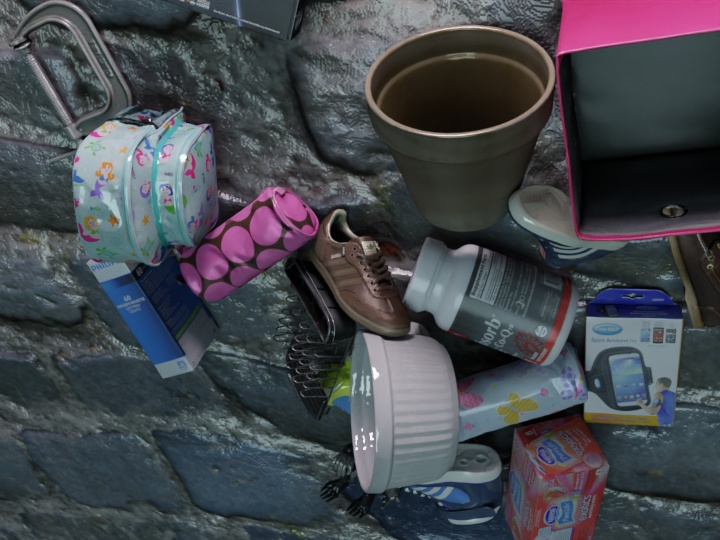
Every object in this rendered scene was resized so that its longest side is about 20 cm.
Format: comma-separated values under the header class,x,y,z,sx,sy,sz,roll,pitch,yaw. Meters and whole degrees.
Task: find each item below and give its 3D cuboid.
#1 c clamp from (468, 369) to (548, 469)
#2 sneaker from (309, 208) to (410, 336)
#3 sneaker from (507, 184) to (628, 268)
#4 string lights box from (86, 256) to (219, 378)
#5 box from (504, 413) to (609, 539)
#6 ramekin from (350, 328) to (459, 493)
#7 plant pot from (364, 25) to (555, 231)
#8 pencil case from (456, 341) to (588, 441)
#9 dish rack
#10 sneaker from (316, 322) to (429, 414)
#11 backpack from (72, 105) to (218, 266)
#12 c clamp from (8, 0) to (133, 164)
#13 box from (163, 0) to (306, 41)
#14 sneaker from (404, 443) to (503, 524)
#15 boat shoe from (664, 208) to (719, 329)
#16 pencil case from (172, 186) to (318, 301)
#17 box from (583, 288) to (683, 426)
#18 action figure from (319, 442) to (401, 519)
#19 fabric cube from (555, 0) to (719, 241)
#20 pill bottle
class,x,y,z,sx,sy,sz,roll,pitch,yaw
c clamp,0.173,0.222,1.208,0.171,0.027,0.200,-41,105,18
sneaker,0.000,0.000,1.050,0.200,0.070,0.076,46,127,36
sneaker,0.225,-0.041,0.974,0.200,0.075,0.084,12,144,-39
string lights box,-0.286,0.039,1.181,0.059,0.103,0.200,-17,115,24
box,0.268,0.308,1.174,0.102,0.095,0.200,-11,130,-9
ramekin,0.052,0.172,1.042,0.105,0.200,0.201,0,123,-8
plant pot,0.112,-0.145,0.934,0.199,0.200,0.174,3,138,12
pencil case,0.199,0.160,1.113,0.200,0.091,0.083,-18,113,8
dish rack,-0.072,0.099,1.142,0.054,0.154,0.200,-1,128,-28
sneaker,0.033,0.146,1.195,0.200,0.076,0.105,-28,129,27
backpack,-0.261,-0.099,1.025,0.150,0.200,0.178,7,116,14
c clamp,-0.384,-0.239,1.082,0.170,0.027,0.200,-9,118,20
box,-0.149,-0.365,0.936,0.200,0.044,0.160,20,124,2
sneaker,0.103,0.311,1.200,0.200,0.081,0.147,3,127,8
boat shoe,0.407,-0.017,0.990,0.070,0.070,0.200,-12,125,29
pencil case,-0.153,-0.037,1.114,0.200,0.091,0.094,-31,92,26
box,0.354,0.116,1.102,0.119,0.042,0.200,0,123,14
action figure,0.020,0.299,1.263,0.119,0.102,0.200,36,125,5
fabric cube,0.305,-0.168,0.847,0.196,0.199,0.200,-5,119,16
pill bottle,0.161,0.035,1.056,0.200,0.116,0.116,20,123,2
